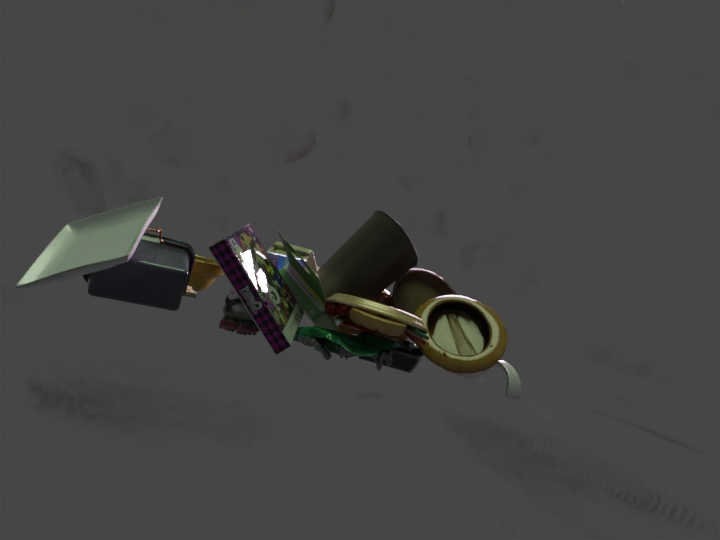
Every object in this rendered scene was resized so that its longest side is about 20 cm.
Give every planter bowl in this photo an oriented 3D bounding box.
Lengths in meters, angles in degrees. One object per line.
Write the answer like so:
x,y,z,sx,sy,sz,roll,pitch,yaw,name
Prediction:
-0.442,0.003,1.351,0.199,0.084,0.200,15,0,0,planter bowl

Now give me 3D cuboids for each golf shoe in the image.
-0.179,0.073,0.985,0.072,0.093,0.200,12,-2,23,golf shoe

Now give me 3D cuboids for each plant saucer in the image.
0.148,0.089,1.143,0.199,0.201,0.029,14,-37,-28,plant saucer

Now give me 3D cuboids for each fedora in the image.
0.190,0.138,1.043,0.199,0.082,0.201,0,42,0,fedora

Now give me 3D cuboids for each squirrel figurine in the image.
0.076,0.117,1.233,0.199,0.142,0.186,-7,-32,40,squirrel figurine

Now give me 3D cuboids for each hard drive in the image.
0.058,0.159,1.048,0.134,0.043,0.200,15,0,6,hard drive

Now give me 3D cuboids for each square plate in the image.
-0.447,-0.047,0.894,0.199,0.029,0.199,-14,34,7,square plate

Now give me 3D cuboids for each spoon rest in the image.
0.249,0.201,1.080,0.099,0.061,0.200,14,1,-32,spoon rest

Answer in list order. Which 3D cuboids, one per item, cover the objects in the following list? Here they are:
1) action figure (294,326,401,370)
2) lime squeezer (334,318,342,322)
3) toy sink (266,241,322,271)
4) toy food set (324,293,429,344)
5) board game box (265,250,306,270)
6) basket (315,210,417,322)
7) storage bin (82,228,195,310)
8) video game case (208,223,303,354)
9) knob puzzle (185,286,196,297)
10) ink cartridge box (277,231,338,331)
-0.042,0.129,0.921,0.199,0.055,0.118,11,0,28,action figure
-0.048,0.130,1.455,0.199,0.038,0.071,14,0,24,lime squeezer
-0.181,0.006,1.301,0.130,0.113,0.200,16,42,34,toy sink
0.030,0.091,0.945,0.199,0.049,0.198,8,-13,46,toy food set
-0.189,0.038,1.104,0.045,0.153,0.200,15,2,19,board game box
0.000,0.000,1.085,0.136,0.200,0.180,45,-11,18,basket
-0.412,-0.005,0.990,0.199,0.146,0.134,14,11,-26,storage bin
-0.169,0.024,0.899,0.036,0.201,0.181,-29,10,6,video game case
-0.481,0.014,1.200,0.218,0.031,0.220,14,1,0,knob puzzle
-0.115,0.037,1.023,0.146,0.048,0.200,45,-16,32,ink cartridge box
